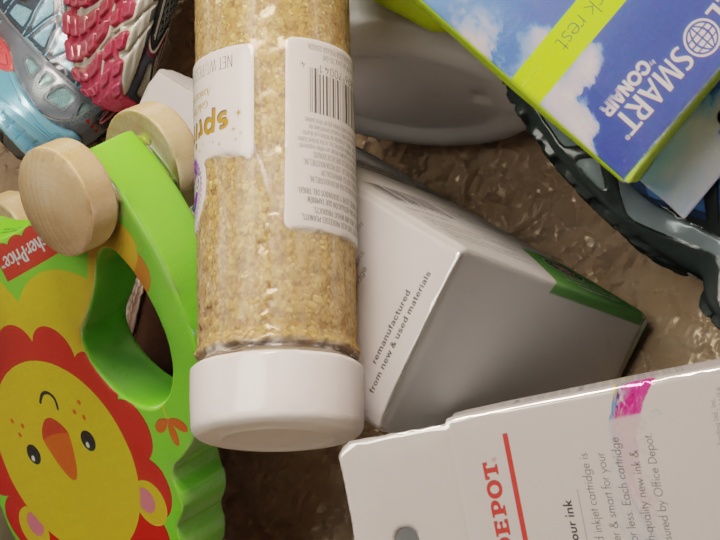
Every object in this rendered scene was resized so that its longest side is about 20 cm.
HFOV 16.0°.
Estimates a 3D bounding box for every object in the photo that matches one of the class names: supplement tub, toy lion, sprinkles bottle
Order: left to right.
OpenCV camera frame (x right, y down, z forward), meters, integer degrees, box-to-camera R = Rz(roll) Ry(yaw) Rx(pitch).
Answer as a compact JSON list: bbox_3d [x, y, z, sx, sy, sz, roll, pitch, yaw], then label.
[{"bbox_3d":[-0.112,0.049,1.090,0.200,0.068,0.193,-26,91,50],"label":"toy lion"},{"bbox_3d":[-0.033,-0.032,1.003,0.068,0.068,0.202,-10,72,31],"label":"sprinkles bottle"},{"bbox_3d":[0.034,-0.170,1.163,0.131,0.132,0.202,-3,71,33],"label":"supplement tub"}]

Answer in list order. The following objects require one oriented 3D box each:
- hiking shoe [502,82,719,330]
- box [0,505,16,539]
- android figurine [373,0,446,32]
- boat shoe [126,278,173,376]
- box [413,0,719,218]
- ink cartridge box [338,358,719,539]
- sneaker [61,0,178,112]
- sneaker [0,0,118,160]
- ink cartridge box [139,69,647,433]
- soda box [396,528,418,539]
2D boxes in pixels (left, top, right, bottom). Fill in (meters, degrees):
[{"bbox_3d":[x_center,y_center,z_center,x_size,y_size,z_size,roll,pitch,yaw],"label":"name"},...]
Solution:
[{"bbox_3d":[0.145,-0.039,1.058,0.200,0.074,0.087,45,95,14],"label":"hiking shoe"},{"bbox_3d":[-0.242,0.159,1.235,0.128,0.109,0.201,30,90,39],"label":"box"},{"bbox_3d":[0.054,-0.182,1.081,0.199,0.041,0.183,30,73,4],"label":"android figurine"},{"bbox_3d":[-0.097,0.076,1.197,0.074,0.075,0.204,10,89,34],"label":"boat shoe"},{"bbox_3d":[0.087,-0.129,1.002,0.200,0.048,0.122,41,101,7],"label":"box"},{"bbox_3d":[0.100,0.100,0.981,0.198,0.068,0.116,-11,89,5],"label":"ink cartridge box"},{"bbox_3d":[-0.089,-0.171,1.271,0.080,0.074,0.201,-8,62,56],"label":"sneaker"},{"bbox_3d":[-0.168,-0.145,1.341,0.095,0.079,0.201,-30,63,6],"label":"sneaker"},{"bbox_3d":[0.000,0.000,1.107,0.200,0.146,0.085,31,98,39],"label":"ink cartridge box"},{"bbox_3d":[0.006,0.159,1.093,0.199,0.063,0.069,-32,58,20],"label":"soda box"}]
